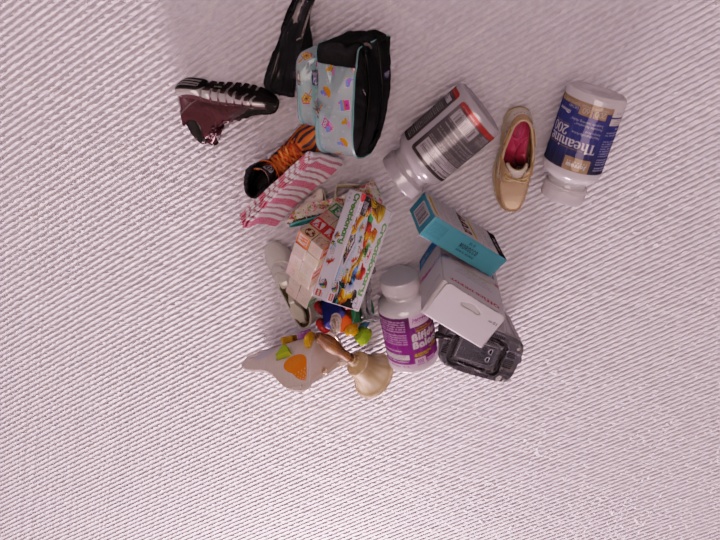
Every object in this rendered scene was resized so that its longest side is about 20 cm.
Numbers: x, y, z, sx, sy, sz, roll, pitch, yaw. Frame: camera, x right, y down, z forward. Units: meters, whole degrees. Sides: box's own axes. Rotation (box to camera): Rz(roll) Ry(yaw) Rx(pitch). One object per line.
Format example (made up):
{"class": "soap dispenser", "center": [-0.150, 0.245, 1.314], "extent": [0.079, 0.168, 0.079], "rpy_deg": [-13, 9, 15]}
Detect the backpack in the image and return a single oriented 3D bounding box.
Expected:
{"class": "backpack", "center": [-0.027, -0.301, 1.257], "extent": [0.150, 0.176, 0.204], "rpy_deg": [5, 118, 19]}

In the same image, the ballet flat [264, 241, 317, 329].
{"class": "ballet flat", "center": [-0.142, 0.036, 1.494], "extent": [0.068, 0.070, 0.203], "rpy_deg": [-18, 114, 12]}

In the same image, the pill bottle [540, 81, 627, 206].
{"class": "pill bottle", "center": [0.394, -0.225, 1.304], "extent": [0.109, 0.112, 0.204], "rpy_deg": [11, 117, -3]}

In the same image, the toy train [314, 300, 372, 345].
{"class": "toy train", "center": [-0.023, 0.112, 1.453], "extent": [0.115, 0.201, 0.085], "rpy_deg": [39, 106, -23]}

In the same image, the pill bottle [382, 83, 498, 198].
{"class": "pill bottle", "center": [0.142, -0.231, 1.314], "extent": [0.199, 0.116, 0.116], "rpy_deg": [-38, 110, 20]}

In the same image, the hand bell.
{"class": "hand bell", "center": [-0.027, 0.177, 1.501], "extent": [0.103, 0.105, 0.200], "rpy_deg": [-33, 133, 18]}

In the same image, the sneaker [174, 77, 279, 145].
{"class": "sneaker", "center": [-0.245, -0.284, 1.341], "extent": [0.196, 0.076, 0.118], "rpy_deg": [12, 123, 9]}

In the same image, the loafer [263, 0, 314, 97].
{"class": "loafer", "center": [-0.111, -0.401, 1.272], "extent": [0.069, 0.069, 0.203], "rpy_deg": [17, 122, -15]}

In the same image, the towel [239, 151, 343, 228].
{"class": "towel", "center": [-0.126, -0.148, 1.359], "extent": [0.199, 0.146, 0.030], "rpy_deg": [-39, 81, 20]}

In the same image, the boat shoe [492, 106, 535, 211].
{"class": "boat shoe", "center": [0.287, -0.197, 1.348], "extent": [0.072, 0.070, 0.204], "rpy_deg": [-1, 117, 4]}

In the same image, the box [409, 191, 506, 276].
{"class": "box", "center": [0.187, -0.068, 1.382], "extent": [0.198, 0.083, 0.049], "rpy_deg": [28, 119, -31]}

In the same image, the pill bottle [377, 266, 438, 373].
{"class": "pill bottle", "center": [0.095, 0.100, 1.487], "extent": [0.110, 0.113, 0.204], "rpy_deg": [-8, 117, 7]}

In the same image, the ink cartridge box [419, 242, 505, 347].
{"class": "ink cartridge box", "center": [0.192, 0.034, 1.398], "extent": [0.143, 0.201, 0.085], "rpy_deg": [30, 115, -12]}

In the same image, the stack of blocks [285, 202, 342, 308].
{"class": "stack of blocks", "center": [-0.085, -0.018, 1.384], "extent": [0.058, 0.115, 0.202], "rpy_deg": [37, 138, 12]}

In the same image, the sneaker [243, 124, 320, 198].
{"class": "sneaker", "center": [-0.139, -0.198, 1.340], "extent": [0.078, 0.112, 0.200], "rpy_deg": [46, 111, 4]}

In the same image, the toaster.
{"class": "toaster", "center": [0.233, 0.137, 1.488], "extent": [0.196, 0.130, 0.115], "rpy_deg": [15, 117, -6]}

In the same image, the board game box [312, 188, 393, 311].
{"class": "board game box", "center": [-0.012, -0.034, 1.324], "extent": [0.034, 0.126, 0.204], "rpy_deg": [19, 89, 30]}

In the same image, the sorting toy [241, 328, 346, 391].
{"class": "sorting toy", "center": [-0.149, 0.180, 1.522], "extent": [0.176, 0.199, 0.109], "rpy_deg": [-8, 94, 21]}

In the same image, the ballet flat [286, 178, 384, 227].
{"class": "ballet flat", "center": [-0.052, -0.133, 1.412], "extent": [0.196, 0.076, 0.065], "rpy_deg": [-11, 86, 4]}

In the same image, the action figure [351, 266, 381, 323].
{"class": "action figure", "center": [0.000, 0.000, 1.435], "extent": [0.054, 0.118, 0.205], "rpy_deg": [-12, 83, 16]}
